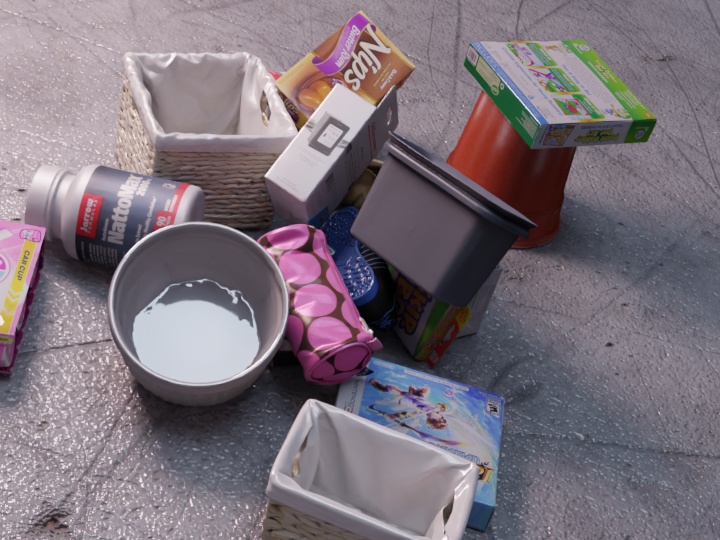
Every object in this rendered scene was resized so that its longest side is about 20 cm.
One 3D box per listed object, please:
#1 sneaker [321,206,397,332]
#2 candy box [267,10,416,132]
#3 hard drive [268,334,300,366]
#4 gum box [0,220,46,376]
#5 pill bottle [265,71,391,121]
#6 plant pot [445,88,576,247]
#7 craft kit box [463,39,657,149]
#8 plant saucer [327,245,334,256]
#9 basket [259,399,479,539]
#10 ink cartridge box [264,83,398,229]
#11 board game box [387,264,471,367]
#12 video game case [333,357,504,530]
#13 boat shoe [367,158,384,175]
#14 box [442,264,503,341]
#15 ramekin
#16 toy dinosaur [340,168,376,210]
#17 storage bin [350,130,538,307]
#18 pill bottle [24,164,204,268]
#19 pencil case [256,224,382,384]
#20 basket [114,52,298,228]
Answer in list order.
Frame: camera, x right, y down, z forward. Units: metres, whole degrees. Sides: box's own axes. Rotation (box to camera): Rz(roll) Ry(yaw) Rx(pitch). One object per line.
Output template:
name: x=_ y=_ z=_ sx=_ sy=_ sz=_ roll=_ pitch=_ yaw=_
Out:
sneaker: x=0.000 y=0.000 z=1.676 sx=0.070 sy=0.078 sz=0.201 roll=-29 pitch=35 yaw=12
candy box: x=-0.027 y=-0.261 z=1.858 sx=0.117 sy=0.056 sz=0.200 roll=46 pitch=59 yaw=1
hard drive: x=-0.088 y=0.040 z=1.640 sx=0.134 sy=0.043 sz=0.201 roll=-2 pitch=42 yaw=-24
gum box: x=-0.432 y=0.027 z=1.502 sx=0.112 sy=0.066 sz=0.201 roll=10 pitch=39 yaw=-7
pill bottle: x=-0.060 y=-0.233 z=1.929 sx=0.198 sy=0.111 sz=0.111 roll=-4 pitch=43 yaw=-25
plant pot: x=0.222 y=-0.172 z=1.896 sx=0.199 sy=0.196 sz=0.202 roll=11 pitch=38 yaw=-8
craft kit box: x=0.270 y=-0.244 z=1.809 sx=0.196 sy=0.049 sz=0.201 roll=-8 pitch=45 yaw=-25
plant saucer: x=-0.129 y=0.002 z=1.622 sx=0.199 sy=0.019 sz=0.070 roll=-27 pitch=51 yaw=-29
basket: x=0.004 y=0.246 z=1.360 sx=0.199 sy=0.124 sz=0.136 roll=22 pitch=38 yaw=4
ink cartridge box: x=-0.034 y=-0.155 z=1.706 sx=0.066 sy=0.116 sz=0.201 roll=32 pitch=73 yaw=15
board game box: x=0.060 y=0.022 z=1.676 sx=0.030 sy=0.096 sz=0.200 roll=7 pitch=35 yaw=-45
video game case: x=0.062 y=0.190 z=1.514 sx=0.198 sy=0.046 sz=0.182 roll=16 pitch=39 yaw=-2
boat shoe: x=-0.044 y=-0.136 z=1.856 sx=0.198 sy=0.072 sz=0.076 roll=-1 pitch=29 yaw=-22
box: x=0.091 y=-0.020 z=1.724 sx=0.060 sy=0.117 sz=0.200 roll=-12 pitch=46 yaw=-32
ramekin: x=-0.183 y=0.057 z=1.488 sx=0.198 sy=0.105 sz=0.202 roll=4 pitch=63 yaw=-8
toy dinosaur: x=0.004 y=-0.097 z=1.795 sx=0.198 sy=0.102 sz=0.058 roll=10 pitch=38 yaw=-10
storage bin: x=0.093 y=-0.053 z=1.598 sx=0.200 sy=0.135 sz=0.145 roll=39 pitch=11 yaw=33
pill bottle: x=-0.299 y=-0.063 z=1.618 sx=0.198 sy=0.120 sz=0.120 roll=12 pitch=38 yaw=3
pencil case: x=-0.052 y=0.034 z=1.540 sx=0.091 sy=0.093 sz=0.201 roll=37 pitch=23 yaw=-57
basket: x=-0.209 y=-0.171 z=1.755 sx=0.198 sy=0.162 sz=0.199 roll=-4 pitch=43 yaw=-24
